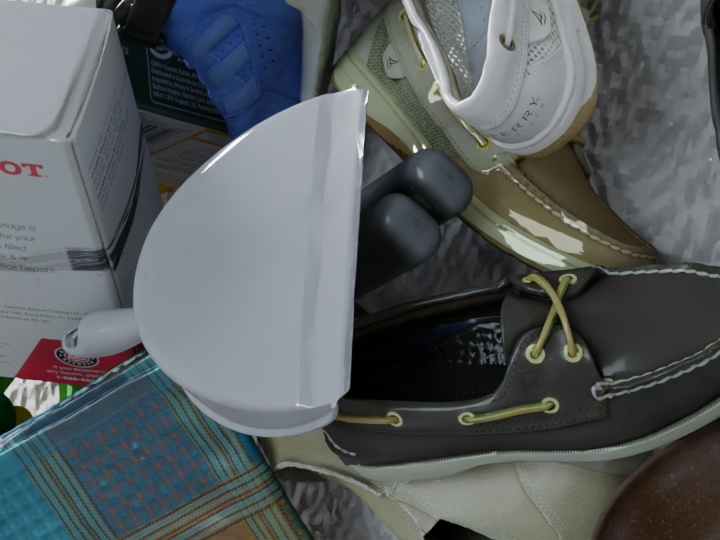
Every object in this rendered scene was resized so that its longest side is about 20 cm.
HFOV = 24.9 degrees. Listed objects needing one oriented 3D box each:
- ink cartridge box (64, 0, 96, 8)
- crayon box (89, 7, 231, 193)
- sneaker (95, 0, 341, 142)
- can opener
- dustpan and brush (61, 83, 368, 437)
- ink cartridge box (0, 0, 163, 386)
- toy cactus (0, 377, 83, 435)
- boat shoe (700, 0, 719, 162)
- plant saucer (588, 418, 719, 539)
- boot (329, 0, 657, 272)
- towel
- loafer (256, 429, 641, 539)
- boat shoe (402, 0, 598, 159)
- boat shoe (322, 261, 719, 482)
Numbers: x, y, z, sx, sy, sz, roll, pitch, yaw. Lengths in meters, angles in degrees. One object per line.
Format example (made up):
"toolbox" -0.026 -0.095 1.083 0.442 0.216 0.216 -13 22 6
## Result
"ink cartridge box" -0.059 -0.213 0.838 0.199 0.084 0.148 -20 61 37
"crayon box" -0.160 -0.072 0.887 0.199 0.125 0.052 -20 70 37
"sneaker" -0.068 -0.113 0.775 0.201 0.110 0.077 100 -179 -54
"can opener" 0.000 0.000 0.746 0.053 0.066 0.200 -56 7 -25
"dustpan and brush" -0.069 0.011 0.700 0.198 0.057 0.141 -10 65 32
"ink cartridge box" -0.176 -0.035 0.783 0.143 0.201 0.084 7 54 9
"toy cactus" -0.173 0.100 0.850 0.200 0.164 0.103 47 140 29
"boat shoe" 0.170 -0.083 0.648 0.066 0.057 0.203 -19 71 37
"plant saucer" 0.176 0.099 0.551 0.199 0.200 0.037 2 117 41
"boot" 0.085 -0.096 0.717 0.200 0.072 0.156 45 110 36
"towel" -0.090 0.146 0.775 0.146 0.022 0.201 -30 97 16
"loafer" 0.030 0.096 0.731 0.198 0.075 0.069 0 77 40
"boat shoe" 0.041 -0.143 0.674 0.071 0.069 0.202 -37 55 33
"boat shoe" 0.066 0.036 0.646 0.199 0.061 0.072 -17 50 25
